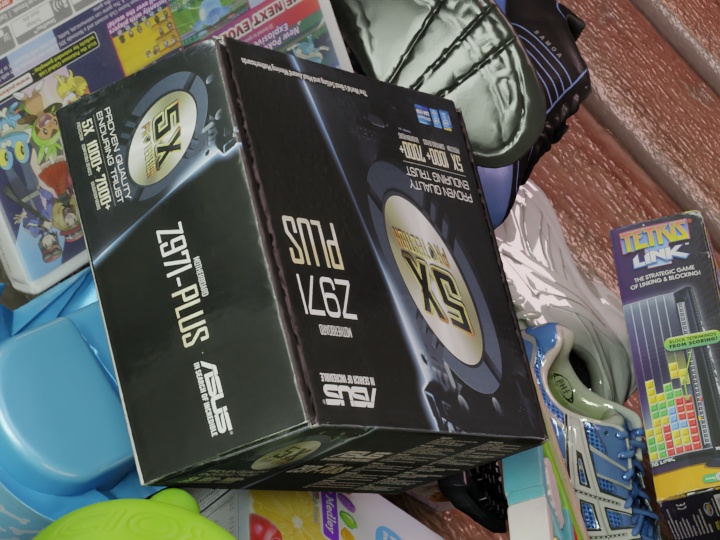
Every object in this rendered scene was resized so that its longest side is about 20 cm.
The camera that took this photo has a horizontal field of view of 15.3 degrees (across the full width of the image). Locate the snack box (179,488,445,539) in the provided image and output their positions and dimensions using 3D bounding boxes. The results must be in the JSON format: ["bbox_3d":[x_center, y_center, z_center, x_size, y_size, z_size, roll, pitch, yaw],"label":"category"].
[{"bbox_3d":[0.007,0.168,1.206,0.200,0.053,0.142,37,29,-27],"label":"snack box"}]

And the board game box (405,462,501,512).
[{"bbox_3d":[0.000,0.000,1.324,0.200,0.041,0.200,37,40,-57],"label":"board game box"}]

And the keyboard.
[{"bbox_3d":[0.050,0.024,1.318,0.104,0.040,0.200,36,40,-60],"label":"keyboard"}]

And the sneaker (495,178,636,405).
[{"bbox_3d":[0.087,0.016,1.507,0.200,0.078,0.099,44,30,-12],"label":"sneaker"}]

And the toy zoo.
[{"bbox_3d":[0.096,0.154,1.272,0.200,0.020,0.131,-91,164,-57],"label":"toy zoo"}]

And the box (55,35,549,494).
[{"bbox_3d":[-0.020,0.004,1.123,0.200,0.086,0.164,11,62,-58],"label":"box"}]

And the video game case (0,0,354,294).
[{"bbox_3d":[-0.103,-0.115,1.172,0.200,0.023,0.182,-34,118,-31],"label":"video game case"}]

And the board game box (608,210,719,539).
[{"bbox_3d":[0.191,0.087,1.470,0.200,0.057,0.165,61,18,-57],"label":"board game box"}]

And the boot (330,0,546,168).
[{"bbox_3d":[0.022,-0.127,1.371,0.204,0.073,0.154,45,2,9],"label":"boot"}]

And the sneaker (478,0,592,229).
[{"bbox_3d":[0.090,-0.091,1.494,0.078,0.070,0.200,19,45,-13],"label":"sneaker"}]

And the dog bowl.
[{"bbox_3d":[-0.113,0.053,1.137,0.200,0.050,0.111,-26,82,-52],"label":"dog bowl"}]

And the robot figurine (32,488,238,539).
[{"bbox_3d":[-0.095,0.161,0.984,0.175,0.116,0.200,41,27,-5],"label":"robot figurine"}]

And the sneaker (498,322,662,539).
[{"bbox_3d":[0.123,0.119,1.426,0.200,0.077,0.076,55,25,3],"label":"sneaker"}]
